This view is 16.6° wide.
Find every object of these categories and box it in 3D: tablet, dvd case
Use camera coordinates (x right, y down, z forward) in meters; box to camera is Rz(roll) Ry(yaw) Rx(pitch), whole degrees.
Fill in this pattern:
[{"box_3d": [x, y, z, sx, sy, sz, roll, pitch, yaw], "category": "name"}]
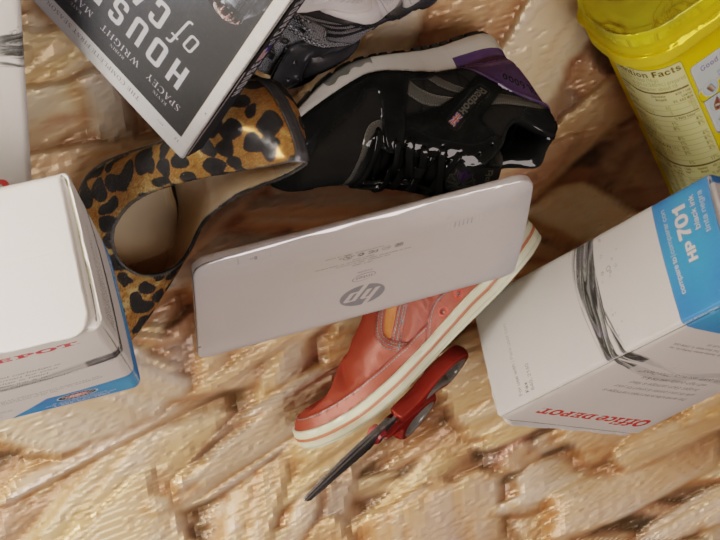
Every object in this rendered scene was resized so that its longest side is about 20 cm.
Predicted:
[{"box_3d": [0.000, 0.000, 1.426, 0.199, 0.014, 0.130, -14, 156, -9], "category": "tablet"}, {"box_3d": [-0.094, -0.168, 1.236, 0.025, 0.150, 0.200, -37, 171, -44], "category": "dvd case"}]

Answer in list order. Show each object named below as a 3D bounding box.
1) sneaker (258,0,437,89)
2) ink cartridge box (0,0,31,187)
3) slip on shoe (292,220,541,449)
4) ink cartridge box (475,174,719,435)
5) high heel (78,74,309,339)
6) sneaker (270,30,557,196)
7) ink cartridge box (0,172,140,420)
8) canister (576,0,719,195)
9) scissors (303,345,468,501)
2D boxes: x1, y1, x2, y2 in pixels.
[{"box_3d": [-0.031, -0.145, 1.335, 0.114, 0.076, 0.200, -33, 172, 27], "category": "sneaker"}, {"box_3d": [-0.250, -0.116, 1.259, 0.145, 0.084, 0.201, -15, 124, -23], "category": "ink cartridge box"}, {"box_3d": [0.025, 0.031, 1.536, 0.061, 0.074, 0.200, 42, 99, -6], "category": "slip on shoe"}, {"box_3d": [0.193, 0.026, 1.537, 0.146, 0.086, 0.200, 8, 152, -46], "category": "ink cartridge box"}, {"box_3d": [-0.093, -0.023, 1.369, 0.071, 0.142, 0.201, -6, 120, -39], "category": "high heel"}, {"box_3d": [0.037, -0.076, 1.413, 0.200, 0.088, 0.076, -24, 151, -40], "category": "sneaker"}, {"box_3d": [-0.200, 0.024, 1.281, 0.144, 0.084, 0.200, -13, 169, -2], "category": "ink cartridge box"}, {"box_3d": [0.234, -0.127, 1.547, 0.148, 0.087, 0.200, -36, 131, -7], "category": "canister"}, {"box_3d": [0.018, 0.090, 1.520, 0.073, 0.014, 0.200, -54, 168, 21], "category": "scissors"}]
